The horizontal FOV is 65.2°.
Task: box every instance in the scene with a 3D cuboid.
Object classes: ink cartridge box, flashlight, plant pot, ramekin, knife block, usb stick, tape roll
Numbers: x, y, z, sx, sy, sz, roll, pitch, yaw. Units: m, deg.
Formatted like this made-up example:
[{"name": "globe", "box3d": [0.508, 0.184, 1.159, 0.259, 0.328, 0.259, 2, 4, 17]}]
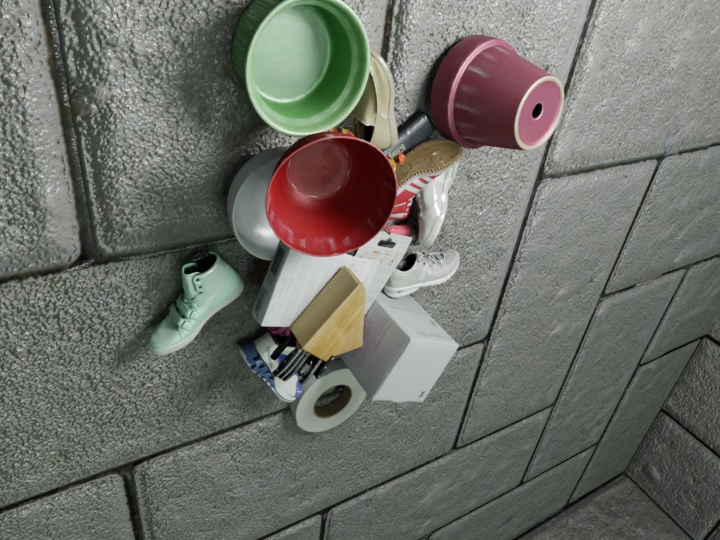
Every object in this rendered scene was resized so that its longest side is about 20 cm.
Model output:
[{"name": "ink cartridge box", "box3d": [0.000, 0.000, 1.118, 0.159, 0.047, 0.201, 5, 120, -54]}, {"name": "flashlight", "box3d": [0.059, -0.085, 1.150, 0.198, 0.069, 0.067, -6, 169, -37]}, {"name": "plant pot", "box3d": [0.256, -0.306, 1.022, 0.199, 0.179, 0.202, -22, 130, -29]}, {"name": "ramekin", "box3d": [-0.093, -0.312, 0.836, 0.198, 0.098, 0.202, -19, 131, -23]}, {"name": "knife block", "box3d": [-0.082, 0.106, 1.004, 0.174, 0.064, 0.202, -15, 130, -25]}, {"name": "ink cartridge box", "box3d": [-0.080, 0.029, 1.026, 0.198, 0.057, 0.164, 4, 120, -41]}, {"name": "usb stick", "box3d": [0.057, -0.221, 1.063, 0.200, 0.033, 0.056, -41, 137, -3]}, {"name": "tape roll", "box3d": [-0.075, 0.306, 1.368, 0.201, 0.037, 0.205, -20, 132, -24]}]

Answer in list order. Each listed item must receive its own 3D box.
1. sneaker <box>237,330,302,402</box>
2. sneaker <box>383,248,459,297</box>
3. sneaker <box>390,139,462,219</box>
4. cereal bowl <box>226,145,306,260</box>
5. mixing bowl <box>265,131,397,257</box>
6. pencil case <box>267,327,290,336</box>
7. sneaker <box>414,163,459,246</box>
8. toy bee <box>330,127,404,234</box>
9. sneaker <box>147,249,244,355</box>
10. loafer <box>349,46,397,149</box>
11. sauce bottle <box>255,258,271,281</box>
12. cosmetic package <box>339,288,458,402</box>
[{"name": "sneaker", "box3d": [-0.157, 0.190, 1.187, 0.115, 0.081, 0.200, -37, 135, -3]}, {"name": "sneaker", "box3d": [0.141, -0.010, 1.256, 0.199, 0.075, 0.083, -25, 127, -24]}, {"name": "sneaker", "box3d": [0.104, -0.170, 1.083, 0.198, 0.072, 0.113, -28, 157, -6]}, {"name": "cereal bowl", "box3d": [-0.138, -0.121, 0.961, 0.198, 0.083, 0.202, -19, 131, -24]}, {"name": "mixing bowl", "box3d": [-0.053, -0.132, 0.862, 0.198, 0.109, 0.202, -9, 128, -12]}, {"name": "pencil case", "box3d": [-0.093, 0.099, 1.161, 0.199, 0.090, 0.095, 17, 79, -42]}, {"name": "sneaker", "box3d": [0.132, -0.152, 1.138, 0.087, 0.075, 0.202, 11, 99, -9]}, {"name": "toy bee", "box3d": [0.017, -0.178, 0.974, 0.109, 0.131, 0.200, -41, 109, -1]}, {"name": "sneaker", "box3d": [-0.306, 0.049, 0.972, 0.200, 0.074, 0.119, -43, 144, -14]}, {"name": "loafer", "box3d": [0.016, -0.282, 0.955, 0.068, 0.076, 0.201, -35, 137, -16]}, {"name": "sauce bottle", "box3d": [-0.114, 0.014, 1.093, 0.066, 0.066, 0.199, -52, 141, 10]}, {"name": "cosmetic package", "box3d": [0.070, 0.162, 1.244, 0.166, 0.200, 0.167, 14, 113, -43]}]
